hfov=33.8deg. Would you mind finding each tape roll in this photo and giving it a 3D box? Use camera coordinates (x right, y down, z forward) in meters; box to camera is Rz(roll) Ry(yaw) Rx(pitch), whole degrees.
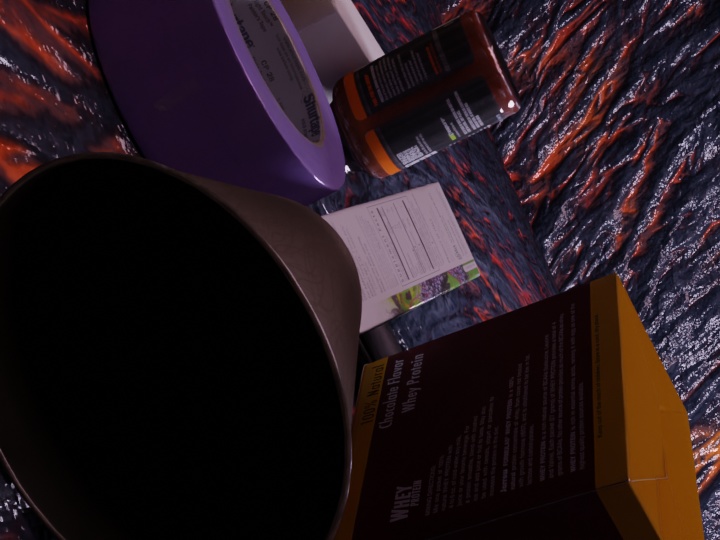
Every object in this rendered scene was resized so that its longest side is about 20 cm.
[{"bbox_3d":[-0.091,-0.128,0.798,0.201,0.084,0.201,58,16,-27],"label":"tape roll"}]

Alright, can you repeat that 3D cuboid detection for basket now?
[{"bbox_3d":[-0.064,0.031,0.533,0.182,0.135,0.200,59,10,-2],"label":"basket"}]

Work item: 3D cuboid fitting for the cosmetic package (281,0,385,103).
[{"bbox_3d":[-0.025,-0.215,1.210,0.200,0.084,0.109,49,20,-48],"label":"cosmetic package"}]

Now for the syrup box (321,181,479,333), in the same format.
[{"bbox_3d":[0.000,0.000,0.826,0.199,0.078,0.082,-23,88,-60],"label":"syrup box"}]

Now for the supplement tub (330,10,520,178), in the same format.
[{"bbox_3d":[0.045,-0.158,1.131,0.108,0.198,0.107,59,14,-25],"label":"supplement tub"}]

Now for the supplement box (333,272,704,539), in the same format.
[{"bbox_3d":[0.103,0.139,0.768,0.134,0.198,0.198,57,25,-26],"label":"supplement box"}]

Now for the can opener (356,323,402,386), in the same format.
[{"bbox_3d":[0.025,0.089,0.934,0.201,0.063,0.079,54,42,-9],"label":"can opener"}]
